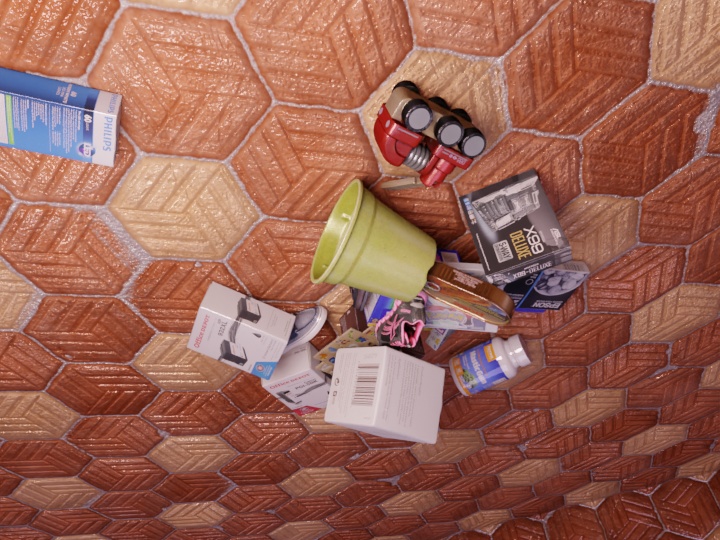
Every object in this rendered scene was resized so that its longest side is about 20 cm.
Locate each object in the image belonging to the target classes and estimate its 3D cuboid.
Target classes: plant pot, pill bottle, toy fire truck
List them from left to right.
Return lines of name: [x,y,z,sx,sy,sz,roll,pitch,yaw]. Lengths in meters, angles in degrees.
plant pot: [0.032,-0.036,1.088,0.182,0.202,0.201,23,131,-16]
toy fire truck: [0.087,-0.201,1.020,0.174,0.129,0.201,17,122,-28]
pill bottle: [0.344,0.245,1.566,0.198,0.113,0.112,-29,136,20]

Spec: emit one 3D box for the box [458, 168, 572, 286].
box: [0.287,-0.081,1.116,0.156,0.202,0.050,-20,143,12]

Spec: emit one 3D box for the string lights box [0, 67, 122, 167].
string lights box: [-0.472,-0.231,0.897,0.197,0.060,0.103,9,136,-21]

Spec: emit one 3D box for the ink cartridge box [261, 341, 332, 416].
ink cartridge box: [-0.147,0.284,1.531,0.145,0.084,0.200,-22,138,15]

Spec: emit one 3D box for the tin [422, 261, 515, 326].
tin: [0.197,0.043,1.121,0.198,0.042,0.112,25,157,18]

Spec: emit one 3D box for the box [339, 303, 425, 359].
box: [0.052,0.161,1.420,0.198,0.101,0.075,21,131,-30]

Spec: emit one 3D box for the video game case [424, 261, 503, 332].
video game case: [0.193,0.056,1.229,0.197,0.023,0.184,4,134,10]

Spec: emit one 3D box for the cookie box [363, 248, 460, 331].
cookie box: [0.114,0.043,1.316,0.169,0.076,0.201,5,137,-16]

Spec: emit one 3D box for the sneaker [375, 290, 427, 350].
sneaker: [0.087,0.129,1.233,0.078,0.096,0.201,4,139,-18]

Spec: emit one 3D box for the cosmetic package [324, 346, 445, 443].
cosmetic package: [0.056,0.273,1.297,0.199,0.167,0.164,27,156,-36]

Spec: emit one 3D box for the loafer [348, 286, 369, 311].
loafer: [0.000,0.000,1.264,0.062,0.072,0.202,15,130,1]

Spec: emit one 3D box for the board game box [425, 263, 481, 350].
board game box: [0.229,0.080,1.354,0.134,0.034,0.201,-37,158,-41]

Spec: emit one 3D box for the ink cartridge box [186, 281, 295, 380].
ink cartridge box: [-0.261,0.134,1.291,0.198,0.084,0.146,23,130,-8]

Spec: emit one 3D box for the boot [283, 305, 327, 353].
boot: [-0.171,0.129,1.359,0.090,0.073,0.199,33,124,-32]

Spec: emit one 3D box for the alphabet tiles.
alphabet tiles: [-0.005,0.192,1.363,0.165,0.006,0.199,26,128,-36]

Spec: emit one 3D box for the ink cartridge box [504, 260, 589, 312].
ink cartridge box: [0.408,0.049,1.411,0.195,0.044,0.201,4,138,-17]
